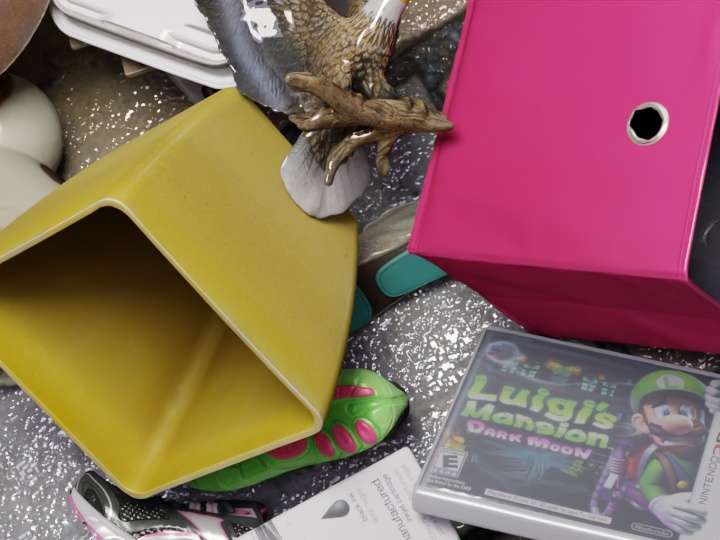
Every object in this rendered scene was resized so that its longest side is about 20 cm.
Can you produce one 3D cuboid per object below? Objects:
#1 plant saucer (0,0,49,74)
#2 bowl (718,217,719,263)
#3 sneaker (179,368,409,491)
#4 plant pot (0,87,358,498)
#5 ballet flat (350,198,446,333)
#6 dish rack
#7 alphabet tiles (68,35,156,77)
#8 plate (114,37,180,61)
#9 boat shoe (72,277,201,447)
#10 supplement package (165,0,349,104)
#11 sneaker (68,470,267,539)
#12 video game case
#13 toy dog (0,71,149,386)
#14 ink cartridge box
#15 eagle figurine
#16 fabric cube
[{"bbox_3d":[-0.301,-0.208,1.528,0.200,0.034,0.201,-9,70,25],"label":"plant saucer"},{"bbox_3d":[0.345,-0.016,1.489,0.200,0.039,0.201,-3,73,11],"label":"bowl"},{"bbox_3d":[-0.054,0.111,1.520,0.199,0.084,0.077,-7,85,27],"label":"sneaker"},{"bbox_3d":[-0.116,0.000,1.428,0.200,0.200,0.177,-24,25,42],"label":"plant pot"},{"bbox_3d":[0.000,0.000,1.553,0.199,0.068,0.062,-25,43,0],"label":"ballet flat"},{"bbox_3d":[-0.115,-0.238,1.494,0.171,0.044,0.201,21,81,16],"label":"dish rack"},{"bbox_3d":[-0.141,-0.241,1.553,0.167,0.008,0.201,-17,72,7],"label":"alphabet tiles"},{"bbox_3d":[-0.107,-0.236,1.527,0.199,0.026,0.201,-4,73,12],"label":"plate"},{"bbox_3d":[-0.138,0.043,1.554,0.066,0.072,0.201,21,75,22],"label":"boat shoe"},{"bbox_3d":[-0.088,-0.234,1.601,0.200,0.111,0.156,-41,70,-1],"label":"supplement package"},{"bbox_3d":[-0.104,0.190,1.511,0.200,0.080,0.086,32,77,6],"label":"sneaker"},{"bbox_3d":[0.154,0.115,1.443,0.199,0.023,0.182,11,38,14],"label":"video game case"},{"bbox_3d":[-0.255,-0.052,1.565,0.194,0.139,0.201,-32,58,20],"label":"toy dog"},{"bbox_3d":[-0.026,0.229,1.424,0.200,0.084,0.146,-27,82,-22],"label":"ink cartridge box"},{"bbox_3d":[-0.014,-0.152,1.419,0.150,0.152,0.200,-26,46,-3],"label":"eagle figurine"},{"bbox_3d":[0.179,-0.066,1.425,0.199,0.200,0.197,6,76,33],"label":"fabric cube"}]
